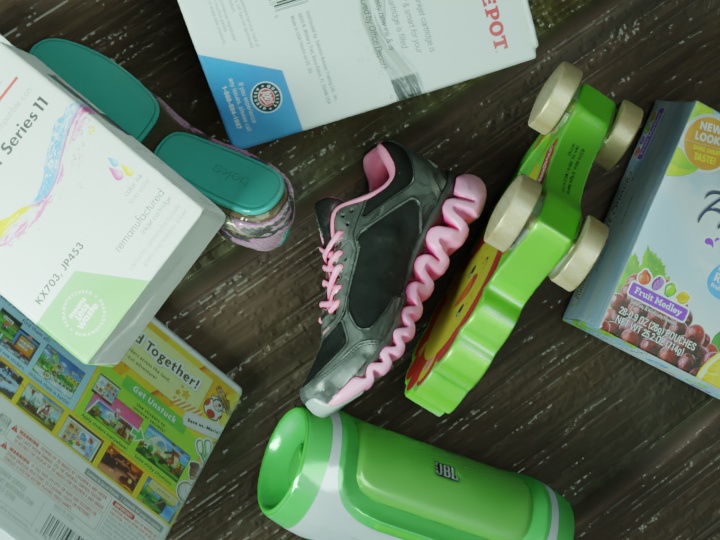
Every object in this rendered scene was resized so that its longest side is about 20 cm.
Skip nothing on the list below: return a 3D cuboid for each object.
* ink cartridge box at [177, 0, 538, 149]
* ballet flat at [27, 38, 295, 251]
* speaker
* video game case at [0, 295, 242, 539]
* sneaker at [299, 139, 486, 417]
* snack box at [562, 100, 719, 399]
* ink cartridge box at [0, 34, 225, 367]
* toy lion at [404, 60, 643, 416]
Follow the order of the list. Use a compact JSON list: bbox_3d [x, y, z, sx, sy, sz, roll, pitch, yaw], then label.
[{"bbox_3d":[-0.007,-0.177,1.360,0.198,0.084,0.146,-17,127,3],"label":"ink cartridge box"},{"bbox_3d":[-0.128,-0.067,1.379,0.199,0.071,0.069,30,57,13],"label":"ballet flat"},{"bbox_3d":[0.037,0.153,1.458,0.199,0.088,0.089,20,87,-21],"label":"speaker"},{"bbox_3d":[-0.185,0.085,1.366,0.200,0.023,0.183,40,55,-18],"label":"video game case"},{"bbox_3d":[0.000,0.000,1.432,0.095,0.079,0.201,36,60,-11],"label":"sneaker"},{"bbox_3d":[0.261,0.000,1.541,0.199,0.068,0.170,27,85,-21],"label":"snack box"},{"bbox_3d":[-0.192,-0.050,1.315,0.200,0.067,0.117,38,94,10],"label":"ink cartridge box"},{"bbox_3d":[0.093,-0.008,1.435,0.068,0.192,0.201,30,42,-6],"label":"toy lion"}]
